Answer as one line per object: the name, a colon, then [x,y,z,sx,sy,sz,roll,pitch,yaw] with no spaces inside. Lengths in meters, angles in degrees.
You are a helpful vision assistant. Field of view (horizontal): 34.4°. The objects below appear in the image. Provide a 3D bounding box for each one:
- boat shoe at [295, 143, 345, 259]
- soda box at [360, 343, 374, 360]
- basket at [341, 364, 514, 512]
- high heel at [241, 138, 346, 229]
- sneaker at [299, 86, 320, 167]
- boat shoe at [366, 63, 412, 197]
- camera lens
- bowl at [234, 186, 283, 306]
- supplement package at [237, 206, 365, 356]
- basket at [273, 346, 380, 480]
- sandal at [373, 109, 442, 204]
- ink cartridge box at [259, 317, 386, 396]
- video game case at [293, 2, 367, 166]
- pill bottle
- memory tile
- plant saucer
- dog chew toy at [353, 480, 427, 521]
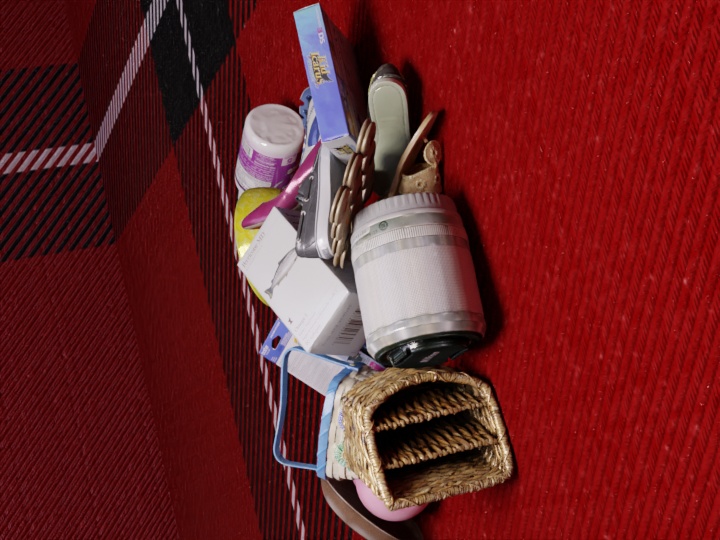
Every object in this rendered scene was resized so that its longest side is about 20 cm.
boat shoe: [-0.063,-0.102,1.670,0.070,0.066,0.202,55,-148,-56]
soda box: [0.010,0.133,1.831,0.064,0.068,0.201,28,138,10]
basket: [0.090,0.208,1.540,0.149,0.198,0.144,-148,53,-63]
high heel: [-0.105,-0.133,1.782,0.067,0.198,0.097,7,-118,-74]
sneaker: [-0.046,-0.197,1.836,0.115,0.080,0.202,-171,74,-68]
boat shoe: [0.043,-0.196,1.654,0.061,0.071,0.203,-86,-3,-49]
camera lens: [0.074,0.018,1.533,0.160,0.158,0.202,133,130,-62]
bowl: [-0.113,-0.049,1.896,0.200,0.107,0.202,-14,-90,-70]
supplement package: [-0.067,0.016,1.719,0.200,0.117,0.117,47,114,32]
basket: [-0.030,0.211,1.679,0.198,0.139,0.179,10,103,26]
sandal: [0.079,-0.121,1.610,0.069,0.078,0.213,36,125,6]
ink cartridge box: [-0.053,0.143,1.792,0.199,0.042,0.120,31,144,-1]
video game case: [-0.033,-0.259,1.693,0.181,0.045,0.202,35,-138,-73]
pill bottle: [-0.165,-0.190,2.076,0.201,0.111,0.113,109,143,-50]
memory tile: [-0.008,-0.099,1.570,0.200,0.017,0.155,89,-160,-69]
plant saucer: [0.010,0.376,1.819,0.037,0.200,0.200,-54,35,5]
dog chew toy: [0.039,0.308,1.808,0.200,0.123,0.126,-152,55,-71]
